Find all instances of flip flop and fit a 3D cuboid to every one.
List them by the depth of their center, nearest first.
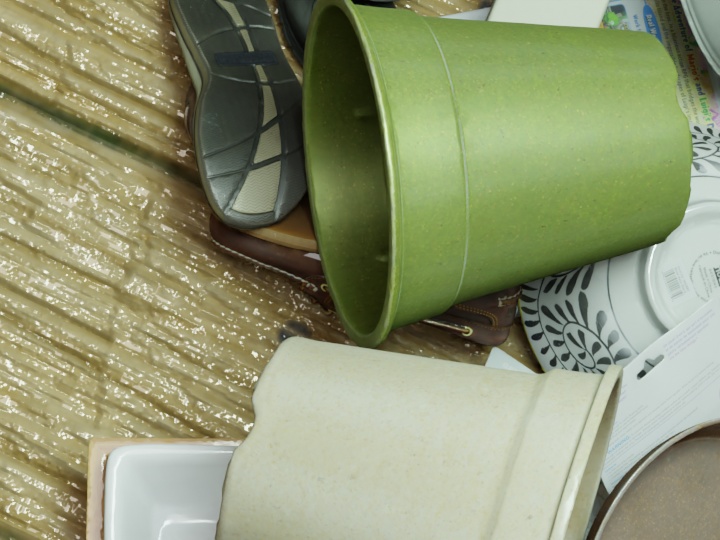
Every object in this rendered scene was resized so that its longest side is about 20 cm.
[{"bbox_3d":[-0.080,-0.104,1.475,0.081,0.058,0.201,-1,52,-24],"label":"flip flop"}]

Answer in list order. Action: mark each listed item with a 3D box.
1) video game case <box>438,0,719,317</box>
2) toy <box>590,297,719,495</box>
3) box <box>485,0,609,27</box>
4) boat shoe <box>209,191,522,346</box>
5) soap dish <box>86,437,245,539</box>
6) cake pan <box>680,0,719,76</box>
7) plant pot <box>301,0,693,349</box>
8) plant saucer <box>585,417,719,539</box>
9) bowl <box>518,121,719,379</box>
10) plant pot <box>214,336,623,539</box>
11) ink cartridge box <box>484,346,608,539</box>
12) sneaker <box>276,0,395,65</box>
[{"bbox_3d":[0.150,-0.082,1.524,0.181,0.024,0.201,-11,76,-10],"label":"video game case"},{"bbox_3d":[0.195,0.122,1.418,0.115,0.047,0.201,-37,117,-16],"label":"toy"},{"bbox_3d":[0.122,-0.177,1.494,0.068,0.082,0.201,23,70,1],"label":"box"},{"bbox_3d":[0.000,0.000,1.458,0.199,0.070,0.071,14,118,11],"label":"boat shoe"},{"bbox_3d":[-0.082,0.200,1.389,0.156,0.081,0.202,1,75,-7],"label":"soap dish"},{"bbox_3d":[0.254,-0.211,1.494,0.037,0.200,0.202,-4,70,36],"label":"cake pan"},{"bbox_3d":[0.081,-0.065,1.348,0.189,0.200,0.202,-6,76,-13],"label":"plant pot"},{"bbox_3d":[0.196,0.178,1.380,0.199,0.034,0.202,-8,106,-31],"label":"plant saucer"},{"bbox_3d":[0.202,0.004,1.449,0.199,0.094,0.202,1,87,-10],"label":"bowl"},{"bbox_3d":[0.027,0.124,1.280,0.182,0.201,0.202,15,73,10],"label":"plant pot"},{"bbox_3d":[0.101,0.168,1.425,0.160,0.047,0.201,34,51,-10],"label":"ink cartridge box"},{"bbox_3d":[0.010,-0.129,1.484,0.076,0.091,0.201,-27,79,-12],"label":"sneaker"}]
